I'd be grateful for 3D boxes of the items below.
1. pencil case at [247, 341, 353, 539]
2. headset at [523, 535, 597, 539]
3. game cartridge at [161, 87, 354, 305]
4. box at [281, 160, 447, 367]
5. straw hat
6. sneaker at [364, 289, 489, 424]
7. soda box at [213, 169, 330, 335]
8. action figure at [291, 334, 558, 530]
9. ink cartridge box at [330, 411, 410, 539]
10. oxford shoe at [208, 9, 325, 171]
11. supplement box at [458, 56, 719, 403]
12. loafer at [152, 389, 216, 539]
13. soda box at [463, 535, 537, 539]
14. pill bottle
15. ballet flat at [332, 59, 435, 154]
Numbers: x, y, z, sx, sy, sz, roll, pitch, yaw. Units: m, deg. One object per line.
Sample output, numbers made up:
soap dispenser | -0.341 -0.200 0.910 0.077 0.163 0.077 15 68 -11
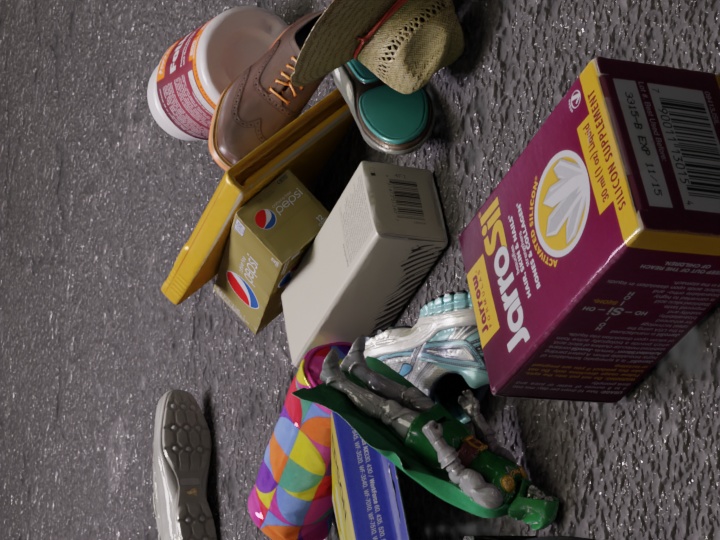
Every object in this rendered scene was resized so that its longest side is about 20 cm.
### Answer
pencil case | -0.035 0.153 1.558 0.089 0.088 0.201 -109 33 -43
headset | 0.121 0.245 1.137 0.201 0.122 0.094 104 175 -50
game cartridge | -0.094 -0.068 1.652 0.032 0.176 0.200 45 141 5
box | 0.000 0.000 1.524 0.200 0.068 0.083 124 144 -48
straw hat | 0.039 -0.193 1.442 0.085 0.201 0.201 46 141 7
sneaker | 0.052 0.083 1.383 0.200 0.077 0.087 139 128 -58
soda box | -0.082 -0.013 1.633 0.064 0.068 0.200 46 159 7
action figure | 0.059 0.122 1.286 0.199 0.118 0.055 35 119 17
ink cartridge box | 0.010 0.215 1.409 0.201 0.047 0.199 86 174 -55
oxford shoe | -0.075 -0.172 1.636 0.073 0.071 0.201 -37 20 55
supplement box | 0.156 -0.021 1.131 0.200 0.102 0.132 124 142 -49
loafer | -0.198 0.230 1.926 0.070 0.069 0.202 -33 55 50
soda box | 0.093 0.293 1.262 0.071 0.063 0.202 -142 59 -62
pill bottle | -0.145 -0.196 1.834 0.200 0.113 0.115 168 106 -65
ballet flat | 0.021 -0.144 1.532 0.201 0.067 0.064 -113 9 -48
